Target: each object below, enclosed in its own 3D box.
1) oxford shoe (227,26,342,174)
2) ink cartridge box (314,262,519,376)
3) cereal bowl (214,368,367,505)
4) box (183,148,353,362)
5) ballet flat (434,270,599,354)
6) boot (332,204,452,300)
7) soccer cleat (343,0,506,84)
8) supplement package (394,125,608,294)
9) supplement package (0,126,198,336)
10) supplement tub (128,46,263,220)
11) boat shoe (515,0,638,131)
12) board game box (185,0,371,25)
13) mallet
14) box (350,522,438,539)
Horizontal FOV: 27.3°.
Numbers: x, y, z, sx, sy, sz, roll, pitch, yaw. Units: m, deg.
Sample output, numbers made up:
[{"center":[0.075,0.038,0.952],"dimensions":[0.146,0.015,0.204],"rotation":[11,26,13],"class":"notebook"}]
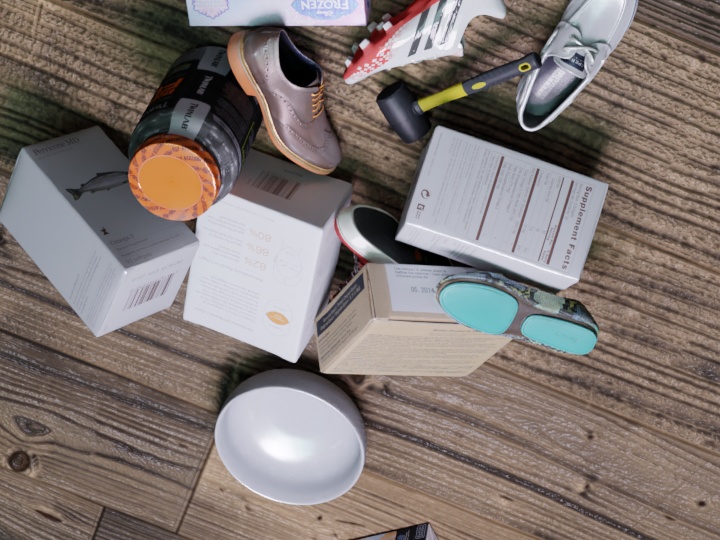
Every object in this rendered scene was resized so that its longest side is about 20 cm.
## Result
[{"center":[-0.067,-0.183,1.631],"dimensions":[0.073,0.072,0.200],"rotation":[-8,136,34],"class":"oxford shoe"},{"center":[0.068,0.060,1.716],"dimensions":[0.199,0.076,0.165],"rotation":[4,153,-25],"class":"ink cartridge box"},{"center":[-0.085,0.203,1.921],"dimensions":[0.199,0.084,0.201],"rotation":[6,127,8],"class":"cereal bowl"},{"center":[-0.110,-0.020,1.738],"dimensions":[0.151,0.106,0.201],"rotation":[21,128,9],"class":"box"},{"center":[0.170,0.039,1.645],"dimensions":[0.199,0.074,0.074],"rotation":[22,127,-17],"class":"ballet flat"},{"center":[0.000,0.000,1.733],"dimensions":[0.144,0.073,0.200],"rotation":[-24,145,28],"class":"boot"},{"center":[0.066,-0.248,1.578],"dimensions":[0.200,0.069,0.085],"rotation":[-36,107,26],"class":"soccer cleat"},{"center":[0.153,-0.064,1.634],"dimensions":[0.199,0.118,0.117],"rotation":[19,170,-3],"class":"supplement package"},{"center":[-0.301,-0.047,1.701],"dimensions":[0.200,0.117,0.118],"rotation":[47,133,18],"class":"supplement package"},{"center":[-0.179,-0.148,1.616],"dimensions":[0.122,0.200,0.123],"rotation":[5,126,8],"class":"supplement tub"},{"center":[0.229,-0.227,1.558],"dimensions":[0.073,0.066,0.201],"rotation":[24,127,-6],"class":"boat shoe"},{"center":[-0.094,-0.353,1.550],"dimensions":[0.199,0.041,0.201],"rotation":[1,125,10],"class":"board game box"},{"center":[0.112,-0.187,1.607],"dimensions":[0.199,0.041,0.066],"rotation":[-10,124,32],"class":"mallet"},{"center":[0.025,0.432,2.077],"dimensions":[0.199,0.060,0.117],"rotation":[-15,121,22],"class":"box"}]
